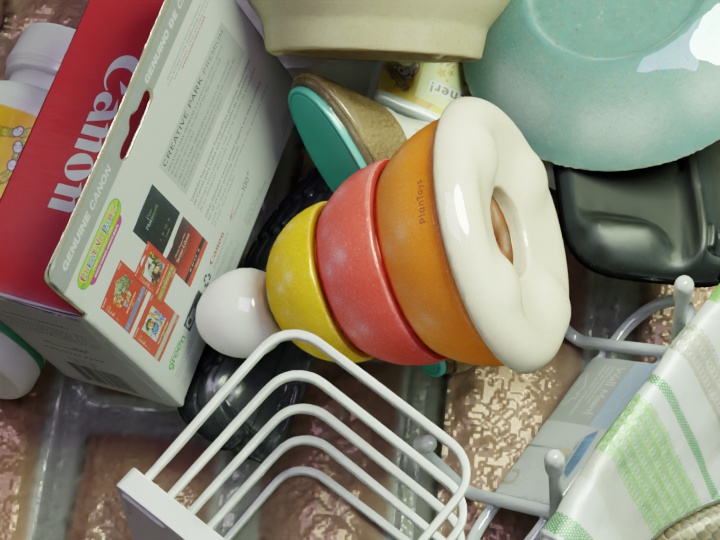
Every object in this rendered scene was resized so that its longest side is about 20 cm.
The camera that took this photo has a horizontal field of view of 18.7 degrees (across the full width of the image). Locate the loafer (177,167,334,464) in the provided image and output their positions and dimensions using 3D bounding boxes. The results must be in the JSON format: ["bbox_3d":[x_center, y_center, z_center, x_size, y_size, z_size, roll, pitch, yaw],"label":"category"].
[{"bbox_3d":[-0.036,0.019,1.263,0.070,0.068,0.201,37,63,-20],"label":"loafer"}]

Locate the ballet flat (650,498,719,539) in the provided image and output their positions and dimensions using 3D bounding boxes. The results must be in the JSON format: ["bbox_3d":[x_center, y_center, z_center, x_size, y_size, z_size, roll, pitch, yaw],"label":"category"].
[{"bbox_3d":[0.236,0.152,1.154,0.199,0.068,0.046,-1,40,-27],"label":"ballet flat"}]

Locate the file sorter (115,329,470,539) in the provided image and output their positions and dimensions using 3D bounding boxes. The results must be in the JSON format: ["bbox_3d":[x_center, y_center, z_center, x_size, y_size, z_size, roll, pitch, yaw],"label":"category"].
[{"bbox_3d":[-0.025,0.143,1.134,0.139,0.200,0.125,36,69,17],"label":"file sorter"}]

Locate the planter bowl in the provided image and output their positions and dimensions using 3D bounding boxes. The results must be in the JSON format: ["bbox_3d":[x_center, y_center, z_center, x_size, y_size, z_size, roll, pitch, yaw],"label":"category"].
[{"bbox_3d":[0.010,-0.181,1.178,0.199,0.200,0.136,2,92,4],"label":"planter bowl"}]

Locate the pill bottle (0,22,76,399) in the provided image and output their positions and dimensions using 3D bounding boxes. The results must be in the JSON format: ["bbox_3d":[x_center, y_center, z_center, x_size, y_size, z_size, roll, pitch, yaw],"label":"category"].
[{"bbox_3d":[-0.200,-0.038,1.264,0.112,0.113,0.201,20,70,11],"label":"pill bottle"}]

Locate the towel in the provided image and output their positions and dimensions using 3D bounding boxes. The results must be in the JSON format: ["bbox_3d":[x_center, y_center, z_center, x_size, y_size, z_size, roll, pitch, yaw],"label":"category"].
[{"bbox_3d":[0.180,0.105,1.166,0.031,0.149,0.200,25,69,39],"label":"towel"}]

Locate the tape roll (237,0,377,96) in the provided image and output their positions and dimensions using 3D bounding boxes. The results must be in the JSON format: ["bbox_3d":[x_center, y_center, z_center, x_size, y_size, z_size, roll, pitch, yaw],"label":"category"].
[{"bbox_3d":[-0.042,-0.197,1.344,0.201,0.071,0.204,-1,67,3],"label":"tape roll"}]

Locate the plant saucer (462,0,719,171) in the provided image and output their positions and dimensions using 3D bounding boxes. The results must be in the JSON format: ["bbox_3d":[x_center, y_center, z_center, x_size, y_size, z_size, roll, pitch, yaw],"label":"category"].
[{"bbox_3d":[0.146,-0.151,1.212,0.200,0.039,0.202,-9,62,17],"label":"plant saucer"}]

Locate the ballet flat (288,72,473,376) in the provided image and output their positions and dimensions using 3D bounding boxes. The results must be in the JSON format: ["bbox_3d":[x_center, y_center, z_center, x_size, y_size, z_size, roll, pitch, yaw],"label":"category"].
[{"bbox_3d":[0.030,-0.036,1.235,0.072,0.068,0.201,-34,108,-21],"label":"ballet flat"}]

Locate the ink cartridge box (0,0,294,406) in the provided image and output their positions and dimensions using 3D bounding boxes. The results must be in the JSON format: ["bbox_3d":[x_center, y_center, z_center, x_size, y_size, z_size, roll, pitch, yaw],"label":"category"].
[{"bbox_3d":[-0.126,-0.055,1.179,0.083,0.176,0.201,13,71,24],"label":"ink cartridge box"}]

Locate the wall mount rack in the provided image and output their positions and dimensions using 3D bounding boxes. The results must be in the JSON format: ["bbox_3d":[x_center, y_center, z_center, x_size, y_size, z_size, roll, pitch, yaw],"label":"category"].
[{"bbox_3d":[0.114,0.070,1.174,0.075,0.174,0.200,44,72,-20],"label":"wall mount rack"}]

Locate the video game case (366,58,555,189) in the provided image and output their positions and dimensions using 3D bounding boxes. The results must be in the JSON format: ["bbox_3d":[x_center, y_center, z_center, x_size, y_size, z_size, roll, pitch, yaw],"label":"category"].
[{"bbox_3d":[0.117,-0.140,1.297,0.199,0.023,0.183,22,68,-14],"label":"video game case"}]

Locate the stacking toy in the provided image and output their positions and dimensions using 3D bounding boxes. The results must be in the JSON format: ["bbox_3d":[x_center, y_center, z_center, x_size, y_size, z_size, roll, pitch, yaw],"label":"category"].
[{"bbox_3d":[0.000,0.000,1.160,0.199,0.146,0.147,-14,65,24],"label":"stacking toy"}]

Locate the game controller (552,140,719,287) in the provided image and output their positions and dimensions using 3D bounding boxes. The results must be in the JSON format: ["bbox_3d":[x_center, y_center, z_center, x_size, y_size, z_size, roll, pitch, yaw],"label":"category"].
[{"bbox_3d":[0.156,-0.079,1.238,0.104,0.042,0.201,1,55,-7],"label":"game controller"}]
